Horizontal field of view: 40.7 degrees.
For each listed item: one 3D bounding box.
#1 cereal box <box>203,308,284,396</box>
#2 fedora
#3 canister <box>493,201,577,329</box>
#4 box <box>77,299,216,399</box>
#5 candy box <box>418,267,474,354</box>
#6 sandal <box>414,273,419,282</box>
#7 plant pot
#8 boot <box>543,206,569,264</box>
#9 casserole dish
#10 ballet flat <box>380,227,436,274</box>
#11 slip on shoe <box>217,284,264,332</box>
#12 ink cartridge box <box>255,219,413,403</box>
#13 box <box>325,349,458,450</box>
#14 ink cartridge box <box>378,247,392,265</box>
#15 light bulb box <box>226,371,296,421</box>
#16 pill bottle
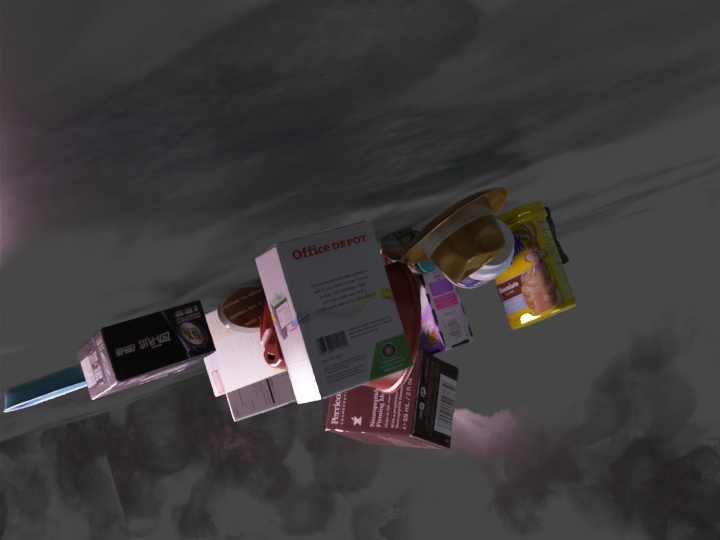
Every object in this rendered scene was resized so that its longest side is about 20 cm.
[{"bbox_3d":[-0.200,0.125,1.688,0.199,0.146,0.039,-22,173,38],"label":"cereal box"},{"bbox_3d":[0.155,-0.039,1.415,0.199,0.082,0.201,-32,166,-9],"label":"fedora"},{"bbox_3d":[0.308,-0.007,1.805,0.086,0.202,0.148,-11,168,-41],"label":"canister"},{"bbox_3d":[-0.340,0.127,1.528,0.162,0.087,0.200,-17,174,-30],"label":"box"},{"bbox_3d":[0.126,0.062,1.894,0.071,0.202,0.168,-16,175,-24],"label":"candy box"},{"bbox_3d":[0.075,0.044,1.840,0.047,0.075,0.202,-18,134,-20],"label":"sandal"},{"bbox_3d":[-0.039,0.078,1.452,0.193,0.204,0.200,6,164,-24],"label":"plant pot"},{"bbox_3d":[0.312,-0.037,1.925,0.198,0.133,0.070,-18,175,-8],"label":"boot"},{"bbox_3d":[-0.584,0.219,1.840,0.198,0.039,0.121,-20,174,1],"label":"casserole dish"},{"bbox_3d":[0.071,-0.034,1.560,0.074,0.069,0.200,2,174,15],"label":"ballet flat"},{"bbox_3d":[-0.158,0.057,1.556,0.060,0.077,0.199,-32,175,40],"label":"slip on shoe"},{"bbox_3d":[-0.034,0.052,1.256,0.143,0.203,0.084,-16,177,-30],"label":"ink cartridge box"},{"bbox_3d":[0.065,0.251,1.893,0.198,0.168,0.164,-3,162,33],"label":"box"},{"bbox_3d":[0.000,0.000,1.654,0.108,0.051,0.200,-21,173,22],"label":"ink cartridge box"},{"bbox_3d":[-0.179,0.169,1.907,0.198,0.201,0.125,-17,176,-5],"label":"light bulb box"},{"bbox_3d":[0.207,-0.034,1.699,0.110,0.112,0.200,-18,174,-7],"label":"pill bottle"}]
